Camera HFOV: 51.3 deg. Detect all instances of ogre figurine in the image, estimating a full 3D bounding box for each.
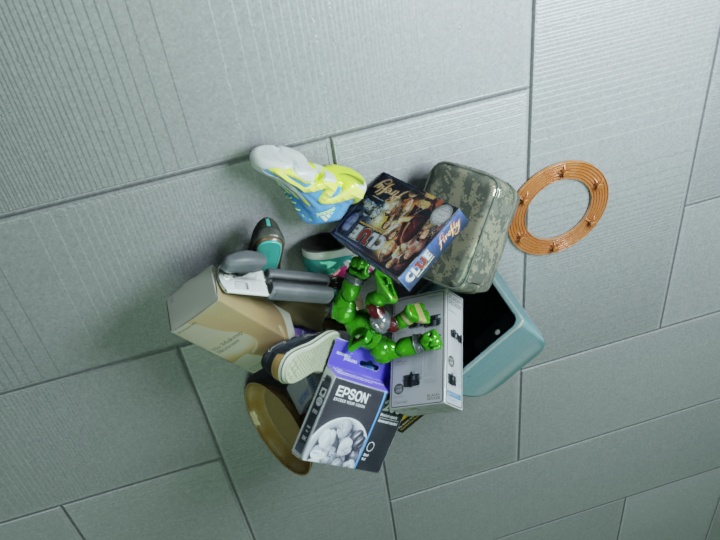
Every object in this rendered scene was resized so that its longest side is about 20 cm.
[{"bbox_3d":[0.028,0.076,1.224,0.120,0.099,0.200,-37,125,26],"label":"ogre figurine"}]

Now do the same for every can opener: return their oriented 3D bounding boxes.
[{"bbox_3d":[-0.124,0.011,1.157,0.199,0.054,0.067,6,138,-33],"label":"can opener"}]

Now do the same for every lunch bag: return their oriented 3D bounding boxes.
[{"bbox_3d":[0.175,-0.061,1.222,0.167,0.139,0.202,9,101,-54],"label":"lunch bag"}]

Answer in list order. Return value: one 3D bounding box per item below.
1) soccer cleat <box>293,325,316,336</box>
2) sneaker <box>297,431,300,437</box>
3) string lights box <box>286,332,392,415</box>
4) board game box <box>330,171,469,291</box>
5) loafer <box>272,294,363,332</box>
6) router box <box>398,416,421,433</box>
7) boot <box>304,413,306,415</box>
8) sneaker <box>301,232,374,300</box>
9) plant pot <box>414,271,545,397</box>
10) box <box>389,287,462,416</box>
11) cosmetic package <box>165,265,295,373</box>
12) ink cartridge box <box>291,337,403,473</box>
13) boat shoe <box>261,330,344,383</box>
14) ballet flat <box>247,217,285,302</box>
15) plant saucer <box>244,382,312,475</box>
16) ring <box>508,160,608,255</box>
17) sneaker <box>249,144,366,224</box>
[{"bbox_3d":[-0.140,0.127,1.335,0.198,0.077,0.067,3,126,-22],"label":"soccer cleat"},{"bbox_3d":[-0.034,0.280,1.328,0.200,0.084,0.075,4,116,-62],"label":"sneaker"},{"bbox_3d":[-0.024,0.182,1.344,0.199,0.059,0.103,-19,159,-28],"label":"string lights box"},{"bbox_3d":[0.054,-0.065,1.142,0.136,0.200,0.035,-49,129,-5],"label":"board game box"},{"bbox_3d":[-0.082,0.068,1.313,0.198,0.068,0.076,1,127,-20],"label":"loafer"},{"bbox_3d":[0.099,0.226,1.512,0.200,0.052,0.157,-43,128,17],"label":"router box"},{"bbox_3d":[-0.057,0.221,1.440,0.200,0.107,0.075,-43,158,-18],"label":"boot"},{"bbox_3d":[0.000,0.000,1.274,0.198,0.084,0.122,-4,124,-7],"label":"sneaker"},{"bbox_3d":[0.224,0.113,1.384,0.196,0.196,0.200,-43,139,17],"label":"plant pot"},{"bbox_3d":[0.114,0.141,1.286,0.116,0.202,0.060,-15,151,36],"label":"box"},{"bbox_3d":[-0.202,0.083,1.197,0.105,0.071,0.200,-34,141,18],"label":"cosmetic package"},{"bbox_3d":[-0.003,0.233,1.266,0.197,0.043,0.201,24,87,-44],"label":"ink cartridge box"},{"bbox_3d":[-0.088,0.134,1.214,0.200,0.062,0.075,-13,114,-60],"label":"boat shoe"},{"bbox_3d":[-0.160,-0.008,1.219,0.067,0.069,0.201,2,138,-22],"label":"ballet flat"},{"bbox_3d":[-0.144,0.289,1.407,0.035,0.200,0.201,-30,138,-31],"label":"plant saucer"},{"bbox_3d":[0.359,-0.107,1.357,0.199,0.019,0.202,-10,130,-12],"label":"ring"},{"bbox_3d":[-0.090,-0.120,1.154,0.199,0.076,0.105,14,123,-29],"label":"sneaker"}]
